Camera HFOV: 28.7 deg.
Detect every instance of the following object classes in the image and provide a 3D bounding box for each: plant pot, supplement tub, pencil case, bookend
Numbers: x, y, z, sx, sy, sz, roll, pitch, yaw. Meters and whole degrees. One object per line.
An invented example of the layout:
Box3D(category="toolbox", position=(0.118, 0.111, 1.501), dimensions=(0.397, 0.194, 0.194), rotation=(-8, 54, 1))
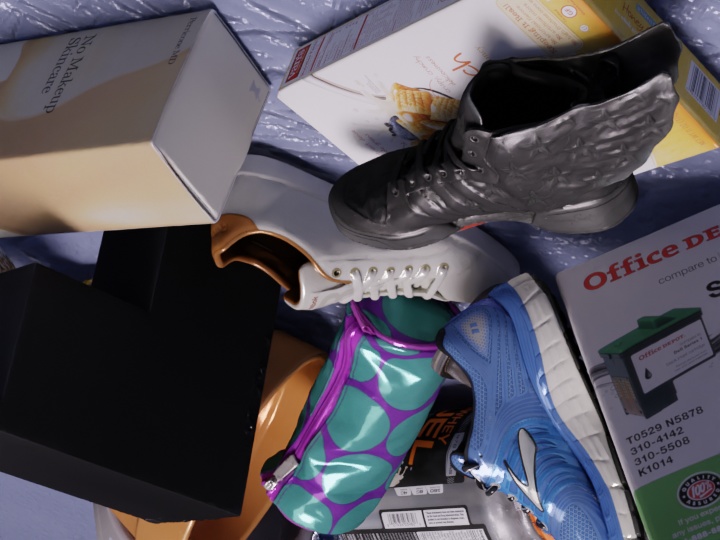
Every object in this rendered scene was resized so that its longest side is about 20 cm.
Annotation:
Box3D(category="plant pot", position=(-0.132, 0.115, 1.049), dimensions=(0.139, 0.201, 0.201), rotation=(30, 151, 13))
Box3D(category="supplement tub", position=(0.085, 0.164, 1.055), dimensions=(0.199, 0.123, 0.122), rotation=(-12, 137, 41))
Box3D(category="pencil case", position=(-0.002, 0.095, 0.971), dimensions=(0.092, 0.085, 0.201), rotation=(-4, 134, -35))
Box3D(category="bookend", position=(-0.157, 0.033, 0.868), dimensions=(0.092, 0.200, 0.199), rotation=(-13, 150, 43))

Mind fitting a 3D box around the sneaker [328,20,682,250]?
Box3D(category="sneaker", position=(0.064, -0.065, 0.694), dimensions=(0.198, 0.060, 0.104), rotation=(-2, 145, 23))

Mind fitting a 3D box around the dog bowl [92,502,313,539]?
Box3D(category="dog bowl", position=(-0.126, 0.193, 1.152), dimensions=(0.199, 0.201, 0.059), rotation=(21, 138, -4))

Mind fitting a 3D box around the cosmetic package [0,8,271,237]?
Box3D(category="cosmetic package", position=(-0.162, -0.082, 0.824), dimensions=(0.199, 0.106, 0.071), rotation=(-4, 142, 31))

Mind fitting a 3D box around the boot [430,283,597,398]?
Box3D(category="boot", position=(0.146, 0.094, 0.867), dimensions=(0.174, 0.069, 0.200), rotation=(41, -171, 31))

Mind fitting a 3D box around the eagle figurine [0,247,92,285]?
Box3D(category="eagle figurine", position=(-0.279, 0.024, 1.016), dimensions=(0.151, 0.199, 0.152), rotation=(47, 121, 28))

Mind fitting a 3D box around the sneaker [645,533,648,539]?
Box3D(category="sneaker", position=(0.278, 0.181, 1.024), dimensions=(0.115, 0.074, 0.200), rotation=(24, 148, -2))

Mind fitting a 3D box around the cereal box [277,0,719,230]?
Box3D(category="cereal box", position=(0.070, -0.092, 0.740), dimensions=(0.144, 0.040, 0.199), rotation=(38, 144, -28))

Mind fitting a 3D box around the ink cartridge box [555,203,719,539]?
Box3D(category="ink cartridge box", position=(0.198, 0.065, 0.724), dimensions=(0.145, 0.201, 0.085), rotation=(-24, 134, 9))

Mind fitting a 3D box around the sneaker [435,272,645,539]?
Box3D(category="sneaker", position=(0.101, 0.108, 0.788), dimensions=(0.089, 0.201, 0.079), rotation=(-23, 174, 12))

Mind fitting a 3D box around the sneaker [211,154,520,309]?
Box3D(category="sneaker", position=(0.000, 0.000, 0.881), dimensions=(0.198, 0.085, 0.073), rotation=(17, 148, -4))
